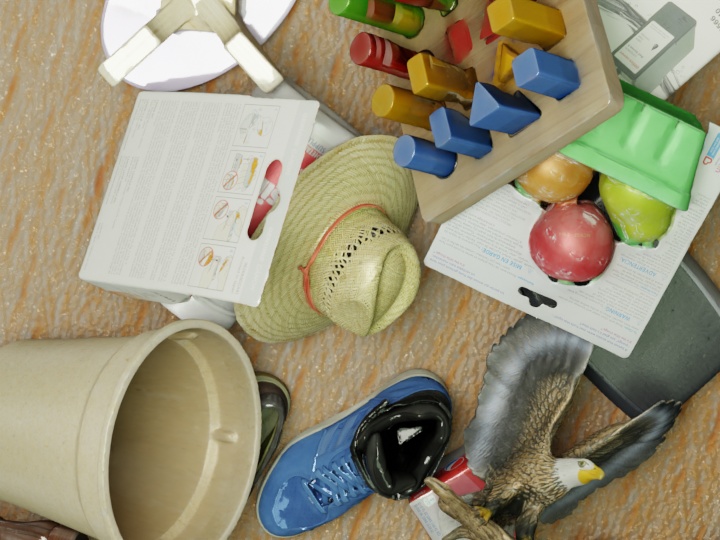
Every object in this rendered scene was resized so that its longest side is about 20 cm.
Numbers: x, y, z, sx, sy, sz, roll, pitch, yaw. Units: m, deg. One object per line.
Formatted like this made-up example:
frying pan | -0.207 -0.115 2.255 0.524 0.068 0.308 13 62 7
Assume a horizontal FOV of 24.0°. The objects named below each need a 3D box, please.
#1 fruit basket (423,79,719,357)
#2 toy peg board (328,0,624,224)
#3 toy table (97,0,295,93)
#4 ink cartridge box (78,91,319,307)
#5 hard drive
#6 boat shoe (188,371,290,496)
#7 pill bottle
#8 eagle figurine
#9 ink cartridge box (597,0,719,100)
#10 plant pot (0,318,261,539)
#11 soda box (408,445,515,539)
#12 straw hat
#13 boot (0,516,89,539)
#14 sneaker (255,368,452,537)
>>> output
fruit basket | 0.173 -0.054 1.321 0.185 0.094 0.201 24 114 -4
toy peg board | 0.071 -0.170 1.266 0.098 0.200 0.200 10 59 -40
toy table | -0.125 -0.220 1.329 0.184 0.117 0.200 36 99 -9
ink cartridge box | -0.113 -0.053 1.284 0.050 0.199 0.163 29 74 -49
hard drive | 0.225 0.028 1.426 0.135 0.042 0.200 -42 100 5
boat shoe | -0.127 0.177 1.434 0.072 0.066 0.201 34 98 -9
pill bottle | -0.087 -0.050 1.367 0.112 0.112 0.200 36 98 -9
eagle figurine | 0.154 0.150 1.374 0.150 0.152 0.200 18 57 27
ink cartridge box | 0.214 -0.211 1.363 0.200 0.084 0.146 -42 100 6
plant pot | -0.210 0.130 1.348 0.183 0.200 0.201 6 103 31
soda box | 0.117 0.254 1.463 0.070 0.063 0.200 -32 101 3
straw hat | 0.000 0.000 1.336 0.085 0.201 0.201 41 99 32
boot | -0.320 0.249 1.439 0.199 0.064 0.187 13 135 12
sneaker | -0.006 0.165 1.414 0.200 0.111 0.077 -35 101 4
